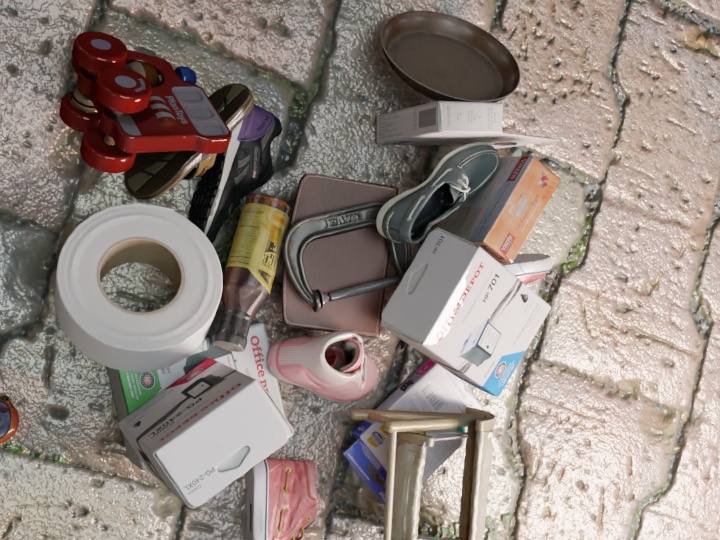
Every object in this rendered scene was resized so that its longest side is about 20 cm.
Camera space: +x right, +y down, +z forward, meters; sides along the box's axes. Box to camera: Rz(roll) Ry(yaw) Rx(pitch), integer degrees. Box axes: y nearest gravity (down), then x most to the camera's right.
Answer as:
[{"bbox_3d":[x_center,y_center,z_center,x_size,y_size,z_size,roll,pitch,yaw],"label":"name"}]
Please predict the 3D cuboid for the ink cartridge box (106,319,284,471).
[{"bbox_3d":[-0.209,0.155,1.610,0.200,0.083,0.147,-16,98,-22],"label":"ink cartridge box"}]

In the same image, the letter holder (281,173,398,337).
[{"bbox_3d":[-0.045,-0.020,1.666,0.142,0.101,0.200,8,89,-20],"label":"letter holder"}]

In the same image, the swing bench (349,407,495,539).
[{"bbox_3d":[0.093,0.289,1.674,0.200,0.130,0.199,3,92,-25],"label":"swing bench"}]

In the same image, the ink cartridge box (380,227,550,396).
[{"bbox_3d":[0.138,0.057,1.628,0.200,0.086,0.147,35,84,-48],"label":"ink cartridge box"}]

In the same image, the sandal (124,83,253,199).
[{"bbox_3d":[-0.210,-0.156,1.594,0.200,0.082,0.055,-43,141,-1],"label":"sandal"}]

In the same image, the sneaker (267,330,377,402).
[{"bbox_3d":[-0.018,0.126,1.642,0.200,0.105,0.075,19,66,-49],"label":"sneaker"}]

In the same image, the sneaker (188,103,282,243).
[{"bbox_3d":[-0.155,-0.119,1.633,0.087,0.076,0.200,21,84,-28],"label":"sneaker"}]

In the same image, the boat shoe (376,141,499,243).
[{"bbox_3d":[0.113,-0.096,1.619,0.200,0.062,0.073,-35,125,-21],"label":"boat shoe"}]

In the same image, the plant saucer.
[{"bbox_3d":[0.118,-0.282,1.704,0.200,0.200,0.032,3,134,-22],"label":"plant saucer"}]

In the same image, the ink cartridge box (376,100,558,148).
[{"bbox_3d":[0.139,-0.192,1.681,0.176,0.200,0.045,0,91,-23],"label":"ink cartridge box"}]

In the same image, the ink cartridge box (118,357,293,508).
[{"bbox_3d":[-0.185,0.184,1.468,0.145,0.200,0.083,-36,105,-17],"label":"ink cartridge box"}]

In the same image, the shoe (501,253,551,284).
[{"bbox_3d":[0.182,0.038,1.771,0.200,0.071,0.091,-13,102,-20],"label":"shoe"}]

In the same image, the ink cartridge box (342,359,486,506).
[{"bbox_3d":[0.074,0.226,1.752,0.200,0.042,0.119,-43,108,-18],"label":"ink cartridge box"}]

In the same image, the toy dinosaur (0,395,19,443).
[{"bbox_3d":[-0.507,0.214,1.515,0.181,0.105,0.200,-2,130,-35],"label":"toy dinosaur"}]

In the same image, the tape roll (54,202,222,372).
[{"bbox_3d":[-0.272,0.019,1.543,0.202,0.071,0.203,6,62,-12],"label":"tape roll"}]

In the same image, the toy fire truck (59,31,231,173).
[{"bbox_3d":[-0.265,-0.208,1.537,0.168,0.200,0.112,-4,132,-33],"label":"toy fire truck"}]

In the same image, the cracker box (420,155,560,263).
[{"bbox_3d":[0.167,-0.083,1.695,0.058,0.200,0.134,36,79,-22],"label":"cracker box"}]

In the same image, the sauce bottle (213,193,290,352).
[{"bbox_3d":[-0.139,0.004,1.587,0.066,0.066,0.200,20,72,-22],"label":"sauce bottle"}]

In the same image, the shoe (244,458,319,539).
[{"bbox_3d":[-0.104,0.348,1.665,0.091,0.071,0.200,2,86,-17],"label":"shoe"}]

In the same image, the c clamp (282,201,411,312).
[{"bbox_3d":[0.000,0.000,1.614,0.200,0.027,0.171,-8,94,-21],"label":"c clamp"}]
